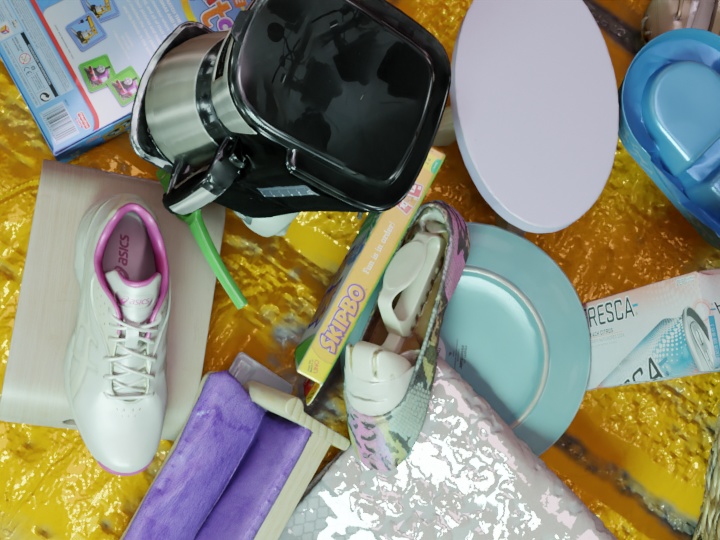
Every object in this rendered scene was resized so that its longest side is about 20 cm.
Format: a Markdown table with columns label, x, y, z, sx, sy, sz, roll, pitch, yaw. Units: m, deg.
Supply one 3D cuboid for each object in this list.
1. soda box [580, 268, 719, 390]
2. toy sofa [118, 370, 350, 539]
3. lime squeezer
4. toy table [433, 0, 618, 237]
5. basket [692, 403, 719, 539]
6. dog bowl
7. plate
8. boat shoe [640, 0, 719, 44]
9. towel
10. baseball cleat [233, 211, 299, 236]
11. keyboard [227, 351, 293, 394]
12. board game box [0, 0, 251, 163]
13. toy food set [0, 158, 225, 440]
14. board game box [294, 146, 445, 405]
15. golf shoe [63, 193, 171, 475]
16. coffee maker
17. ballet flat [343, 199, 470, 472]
| label | x | y | z | sx | sy | sz | roll | pitch | yaw |
| --- | --- | --- | --- | --- | --- | --- | --- | --- | --- |
| soda box | 0.217 | 0.047 | 0.804 | 0.063 | 0.200 | 0.069 | -5 | 81 | -21 |
| toy sofa | -0.104 | 0.178 | 0.785 | 0.097 | 0.083 | 0.201 | 36 | 77 | -27 |
| lime squeezer | -0.125 | -0.067 | 0.829 | 0.037 | 0.070 | 0.202 | -23 | 60 | 30 |
| toy table | 0.123 | -0.122 | 0.861 | 0.181 | 0.117 | 0.203 | 8 | 80 | -6 |
| basket | 0.358 | 0.156 | 0.817 | 0.147 | 0.143 | 0.203 | 8 | 97 | -6 |
| dog bowl | 0.278 | -0.094 | 0.847 | 0.111 | 0.050 | 0.200 | -42 | 93 | -8 |
| plate | 0.077 | 0.064 | 0.834 | 0.197 | 0.026 | 0.203 | 1 | 96 | 11 |
| boat shoe | 0.273 | -0.205 | 0.924 | 0.068 | 0.075 | 0.202 | 20 | 80 | 15 |
| towel | 0.061 | 0.199 | 0.817 | 0.191 | 0.032 | 0.200 | -45 | 90 | 7 |
| baseball cleat | -0.043 | -0.126 | 0.838 | 0.106 | 0.069 | 0.201 | 44 | 61 | -29 |
| keyboard | -0.122 | 0.162 | 0.829 | 0.056 | 0.011 | 0.201 | 37 | 77 | -30 |
| board game box | -0.190 | -0.199 | 0.869 | 0.199 | 0.037 | 0.152 | -30 | 85 | -10 |
| toy food set | -0.189 | 0.023 | 0.832 | 0.142 | 0.060 | 0.203 | 10 | 81 | -18 |
| board game box | 0.000 | 0.000 | 0.800 | 0.030 | 0.096 | 0.202 | 26 | 91 | -6 |
| golf shoe | -0.167 | 0.043 | 0.757 | 0.074 | 0.091 | 0.203 | -2 | 86 | -21 |
| coffee maker | -0.030 | -0.102 | 0.702 | 0.190 | 0.199 | 0.137 | 1 | 92 | -29 |
| ballet flat | 0.026 | 0.042 | 0.779 | 0.068 | 0.071 | 0.202 | 14 | 80 | 28 |
